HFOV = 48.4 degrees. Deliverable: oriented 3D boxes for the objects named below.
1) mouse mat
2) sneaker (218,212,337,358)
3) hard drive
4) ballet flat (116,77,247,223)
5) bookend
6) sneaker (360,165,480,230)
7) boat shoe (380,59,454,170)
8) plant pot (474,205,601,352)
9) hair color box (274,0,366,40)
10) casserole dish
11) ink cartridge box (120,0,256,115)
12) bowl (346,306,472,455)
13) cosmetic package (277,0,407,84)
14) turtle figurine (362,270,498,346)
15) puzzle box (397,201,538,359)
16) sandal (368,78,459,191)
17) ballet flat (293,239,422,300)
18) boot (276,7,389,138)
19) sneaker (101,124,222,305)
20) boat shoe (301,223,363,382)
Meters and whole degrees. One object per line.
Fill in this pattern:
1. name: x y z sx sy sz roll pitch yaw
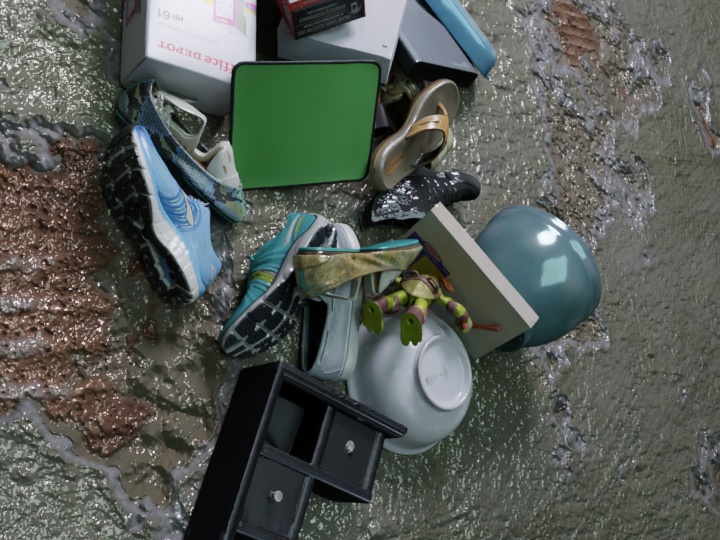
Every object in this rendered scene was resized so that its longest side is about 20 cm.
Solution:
1. mouse mat: -0.068 -0.179 0.989 0.197 0.008 0.163 -8 122 -27
2. sneaker: -0.104 0.016 0.959 0.201 0.079 0.078 -55 145 -17
3. hard drive: 0.072 -0.350 1.158 0.138 0.033 0.202 -3 55 -44
4. ballet flat: -0.189 -0.139 0.922 0.200 0.074 0.075 43 56 -23
5. bookend: -0.067 0.238 0.912 0.197 0.092 0.203 32 61 -28
6. sneaker: 0.091 -0.095 1.150 0.197 0.060 0.106 11 69 -30
7. boat shoe: 0.062 -0.236 1.151 0.200 0.073 0.063 48 52 -17
8. plant pot: 0.220 0.030 1.135 0.134 0.199 0.202 -39 102 -32
9. hair color box: -0.075 -0.392 1.015 0.100 0.062 0.202 -21 60 -10
10. casserole dish: 0.153 -0.388 1.248 0.200 0.039 0.122 48 19 -18
11. ink cartridge box: -0.201 -0.306 0.954 0.143 0.084 0.204 9 74 -37
12. bowl: 0.084 0.139 1.062 0.199 0.090 0.205 12 70 -36
13. cosmetic package: -0.015 -0.352 1.065 0.148 0.052 0.203 13 60 3
14. turtle figurine: 0.079 0.040 1.021 0.198 0.065 0.161 30 28 13
15. puzzle box: 0.131 0.017 1.075 0.201 0.133 0.025 50 54 0
16. sandal: 0.085 -0.179 1.091 0.201 0.053 0.081 -50 137 -26
17. ballet flat: 0.000 0.000 0.954 0.198 0.070 0.072 -7 82 -46
18. boot: -0.065 -0.265 1.066 0.186 0.068 0.203 -18 83 -26
19. sneaker: -0.217 -0.067 0.897 0.090 0.078 0.203 -36 110 -49
20. boat shoe: -0.042 0.035 1.000 0.071 0.070 0.205 11 73 -37
